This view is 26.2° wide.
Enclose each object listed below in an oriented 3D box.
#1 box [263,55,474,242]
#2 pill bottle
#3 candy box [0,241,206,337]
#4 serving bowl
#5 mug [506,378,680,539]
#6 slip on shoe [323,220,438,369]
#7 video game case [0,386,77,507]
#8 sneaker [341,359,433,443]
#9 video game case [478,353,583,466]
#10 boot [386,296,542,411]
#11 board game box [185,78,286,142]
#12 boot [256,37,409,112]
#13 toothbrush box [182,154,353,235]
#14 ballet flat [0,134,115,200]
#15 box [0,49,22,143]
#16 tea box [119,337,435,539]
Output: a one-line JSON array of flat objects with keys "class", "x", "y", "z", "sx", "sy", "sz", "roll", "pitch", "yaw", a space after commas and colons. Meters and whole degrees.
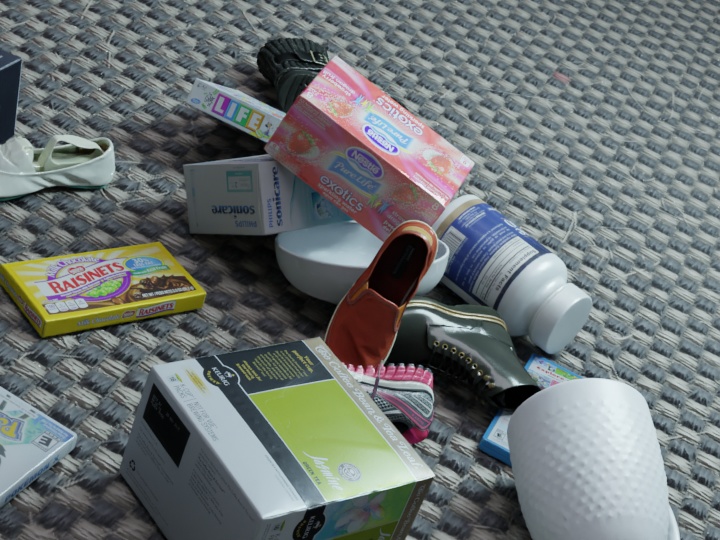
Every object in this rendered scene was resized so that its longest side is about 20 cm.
[{"class": "box", "x": 0.009, "y": -0.125, "z": 1.698, "sx": 0.200, "sy": 0.095, "sz": 0.103, "roll": 38, "pitch": 42, "yaw": -2}, {"class": "pill bottle", "x": 0.173, "y": 0.007, "z": 1.832, "sx": 0.200, "sy": 0.111, "sz": 0.111, "roll": 39, "pitch": 36, "yaw": 27}, {"class": "candy box", "x": -0.271, "y": 0.017, "z": 1.634, "sx": 0.199, "sy": 0.027, "sz": 0.102, "roll": -10, "pitch": 40, "yaw": -41}, {"class": "serving bowl", "x": 0.000, "y": 0.000, "z": 1.757, "sx": 0.199, "sy": 0.066, "sz": 0.200, "roll": 4, "pitch": 15, "yaw": -1}, {"class": "mug", "x": 0.246, "y": 0.230, "z": 1.522, "sx": 0.200, "sy": 0.147, "sz": 0.176, "roll": 30, "pitch": 36, "yaw": -34}, {"class": "slip on shoe", "x": 0.017, "y": 0.037, "z": 1.623, "sx": 0.074, "sy": 0.201, "sz": 0.061, "roll": 31, "pitch": 3, "yaw": 3}, {"class": "video game case", "x": -0.384, "y": 0.144, "z": 1.377, "sx": 0.199, "sy": 0.022, "sz": 0.182, "roll": 30, "pitch": 33, "yaw": 13}, {"class": "sneaker", "x": -0.020, "y": 0.133, "z": 1.565, "sx": 0.199, "sy": 0.081, "sz": 0.075, "roll": 2, "pitch": 73, "yaw": -12}, {"class": "video game case", "x": 0.224, "y": 0.173, "z": 1.700, "sx": 0.143, "sy": 0.018, "sz": 0.200, "roll": 27, "pitch": 32, "yaw": 10}, {"class": "boot", "x": 0.095, "y": 0.098, "z": 1.673, "sx": 0.199, "sy": 0.078, "sz": 0.139, "roll": -4, "pitch": 38, "yaw": -25}, {"class": "board game box", "x": -0.129, "y": -0.192, "z": 1.951, "sx": 0.134, "sy": 0.034, "sz": 0.200, "roll": 26, "pitch": 7, "yaw": 7}, {"class": "boot", "x": -0.035, "y": -0.248, "z": 2.129, "sx": 0.210, "sy": 0.080, "sz": 0.158, "roll": 22, "pitch": 17, "yaw": -22}, {"class": "toothbrush box", "x": -0.084, "y": -0.094, "z": 1.798, "sx": 0.199, "sy": 0.086, "sz": 0.146, "roll": -12, "pitch": 10, "yaw": -40}, {"class": "ballet flat", "x": -0.366, "y": -0.124, "z": 1.755, "sx": 0.199, "sy": 0.070, "sz": 0.069, "roll": -8, "pitch": 42, "yaw": -39}, {"class": "box", "x": -0.509, "y": -0.192, "z": 1.719, "sx": 0.181, "sy": 0.105, "sz": 0.200, "roll": 22, "pitch": 31, "yaw": 14}, {"class": "tea box", "x": -0.077, "y": 0.182, "z": 1.396, "sx": 0.196, "sy": 0.134, "sz": 0.200, "roll": -8, "pitch": 42, "yaw": -37}]
